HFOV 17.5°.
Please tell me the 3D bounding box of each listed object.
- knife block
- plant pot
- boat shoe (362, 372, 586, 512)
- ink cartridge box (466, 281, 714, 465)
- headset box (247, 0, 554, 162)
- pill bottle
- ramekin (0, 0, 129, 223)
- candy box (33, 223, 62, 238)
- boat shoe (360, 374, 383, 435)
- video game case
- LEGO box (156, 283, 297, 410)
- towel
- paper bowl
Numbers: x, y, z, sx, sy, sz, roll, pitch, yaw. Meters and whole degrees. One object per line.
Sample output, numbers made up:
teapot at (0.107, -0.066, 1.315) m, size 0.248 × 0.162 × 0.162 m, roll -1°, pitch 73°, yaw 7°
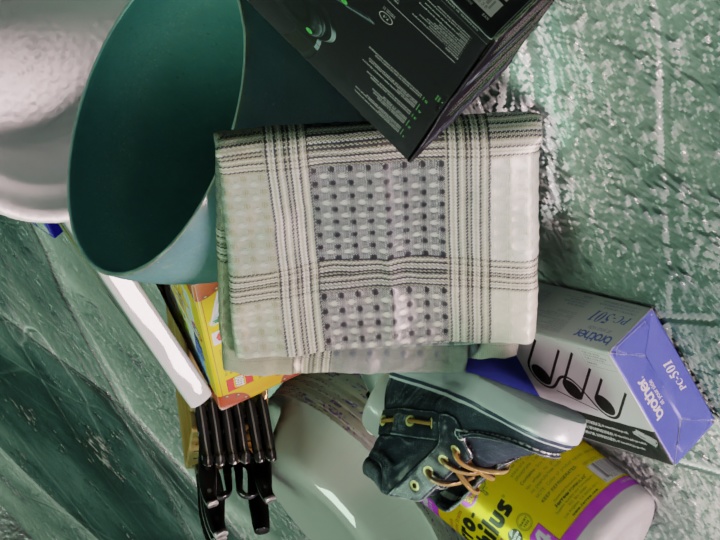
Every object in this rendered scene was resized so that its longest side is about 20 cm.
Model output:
knife block at (-0.110, 0.118, 1.846) m, size 0.200 × 0.063 × 0.177 m, roll -134°, pitch 43°, yaw -73°
plant pot at (-0.076, -0.077, 1.457) m, size 0.134 × 0.202 × 0.200 m, roll 18°, pitch 178°, yaw -34°
boat shoe at (0.070, 0.113, 1.470) m, size 0.070 × 0.092 × 0.200 m, roll 20°, pitch 178°, yaw -26°
ink cartridge box at (0.127, 0.057, 1.474) m, size 0.199 × 0.044 × 0.094 m, roll 14°, pitch 141°, yaw 56°
headset box at (0.012, -0.168, 1.196) m, size 0.174 × 0.093 × 0.200 m, roll 44°, pitch 161°, yaw 4°
pill bottle at (0.097, 0.139, 1.606) m, size 0.200 × 0.104 × 0.105 m, roll 38°, pitch 159°, yaw 22°
ramekin at (-0.204, -0.142, 1.539) m, size 0.098 × 0.200 × 0.201 m, roll 45°, pitch 167°, yaw 49°
candy box at (-0.319, -0.143, 1.942) m, size 0.199 × 0.077 × 0.170 m, roll 34°, pitch 157°, yaw 34°
boat shoe at (0.038, 0.106, 1.726) m, size 0.200 × 0.062 × 0.073 m, roll 50°, pitch 160°, yaw -11°
video game case at (-0.194, -0.009, 1.748) m, size 0.201 × 0.023 × 0.182 m, roll 59°, pitch 172°, yaw -34°
LEGO box at (-0.108, -0.014, 1.695) m, size 0.150 × 0.077 × 0.200 m, roll 60°, pitch 169°, yaw 27°
towel at (0.010, -0.008, 1.366) m, size 0.201 × 0.191 × 0.035 m, roll 90°, pitch 175°, yaw -45°
paper bowl at (0.002, 0.165, 1.854) m, size 0.200 × 0.104 × 0.201 m, roll 40°, pitch 159°, yaw 19°
